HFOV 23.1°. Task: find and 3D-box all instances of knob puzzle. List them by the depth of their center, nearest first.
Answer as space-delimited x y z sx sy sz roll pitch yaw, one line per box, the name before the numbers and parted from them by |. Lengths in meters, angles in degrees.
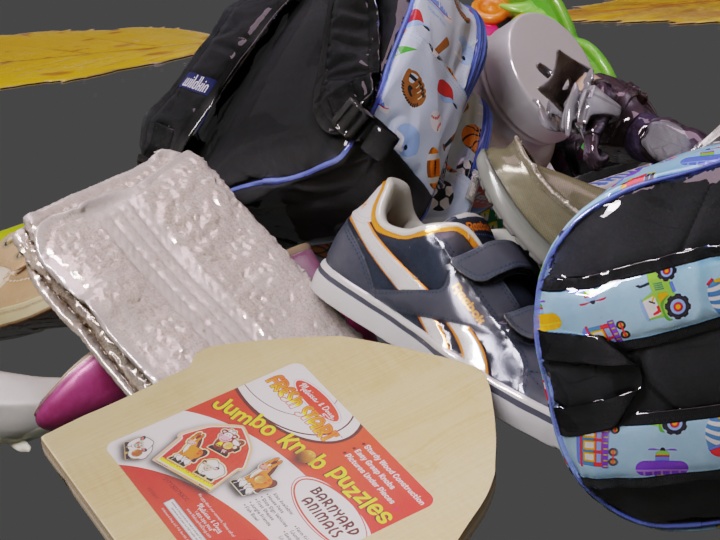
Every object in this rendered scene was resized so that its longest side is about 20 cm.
knob puzzle | -0.023 0.096 0.820 0.217 0.031 0.221 -3 35 2

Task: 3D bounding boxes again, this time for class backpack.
backpack | 0.177 0.022 0.821 0.198 0.184 0.135 -14 13 2
backpack | -0.006 -0.101 1.065 0.199 0.154 0.192 -6 57 40

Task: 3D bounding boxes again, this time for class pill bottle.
pill bottle | 0.061 -0.091 1.196 0.112 0.113 0.199 -23 -5 -46

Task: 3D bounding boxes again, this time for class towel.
towel | -0.079 0.024 0.934 0.200 0.035 0.132 46 47 15

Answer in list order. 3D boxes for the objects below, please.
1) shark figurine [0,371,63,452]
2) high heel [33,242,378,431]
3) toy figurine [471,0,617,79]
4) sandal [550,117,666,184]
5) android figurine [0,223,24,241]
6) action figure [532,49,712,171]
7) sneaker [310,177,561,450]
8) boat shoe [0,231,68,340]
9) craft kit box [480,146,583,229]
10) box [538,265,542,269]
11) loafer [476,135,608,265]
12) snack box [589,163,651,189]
shark figurine | -0.201 0.056 0.997 0.212 0.090 0.128 -7 17 3
high heel | -0.079 0.064 0.978 0.199 0.096 0.067 -26 -14 -35
toy figurine | 0.079 -0.139 1.405 0.183 0.151 0.200 -27 47 -19
sandal | 0.163 -0.087 1.245 0.075 0.048 0.200 -16 8 27
android figurine | -0.205 -0.006 1.290 0.180 0.042 0.200 3 17 28
action figure | 0.171 -0.067 0.973 0.199 0.070 0.129 23 8 42
sneaker | 0.065 0.022 0.905 0.199 0.080 0.078 33 11 25
boat shoe | -0.210 0.006 1.109 0.071 0.065 0.199 -3 -6 -38
craft kit box | 0.110 -0.069 1.385 0.195 0.049 0.200 -5 16 14
box | 0.145 0.016 1.013 0.198 0.083 0.068 -10 17 -8
loafer | 0.147 -0.009 0.925 0.199 0.070 0.075 39 12 -3
snack box | 0.177 -0.028 1.161 0.199 0.073 0.024 -18 15 -36
